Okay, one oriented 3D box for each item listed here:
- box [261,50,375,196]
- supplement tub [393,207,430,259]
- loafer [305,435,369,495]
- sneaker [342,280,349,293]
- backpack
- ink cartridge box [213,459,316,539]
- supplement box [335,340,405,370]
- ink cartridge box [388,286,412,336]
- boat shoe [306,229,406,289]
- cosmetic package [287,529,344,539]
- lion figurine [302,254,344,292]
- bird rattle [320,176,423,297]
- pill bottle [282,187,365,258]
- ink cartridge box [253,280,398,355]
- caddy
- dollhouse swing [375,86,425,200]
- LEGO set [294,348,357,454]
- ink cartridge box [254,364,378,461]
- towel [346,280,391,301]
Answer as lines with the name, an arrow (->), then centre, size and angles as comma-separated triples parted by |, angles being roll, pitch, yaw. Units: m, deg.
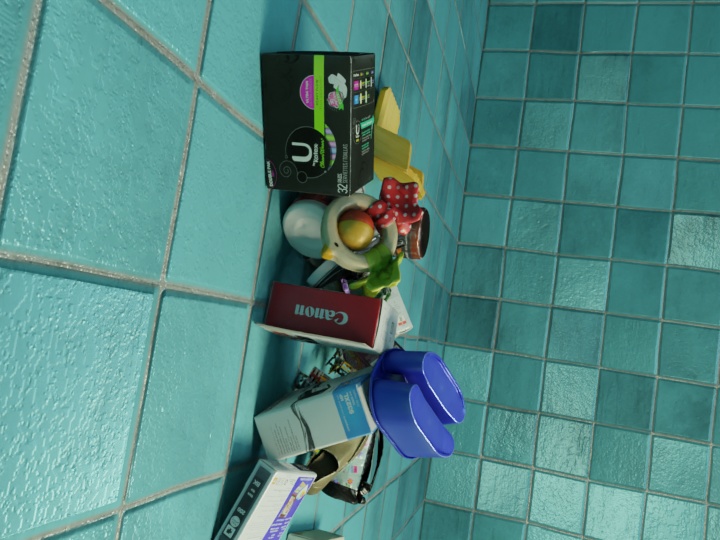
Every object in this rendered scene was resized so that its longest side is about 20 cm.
box -> -0.061, -0.233, 0.975 | 0.124, 0.145, 0.204 | -46, 139, -62
supplement tub -> 0.039, -0.084, 1.290 | 0.107, 0.196, 0.110 | 6, 90, -72
loafer -> -0.048, 0.368, 1.265 | 0.201, 0.076, 0.068 | -50, 171, -17
sneaker -> -0.011, 0.018, 1.364 | 0.080, 0.082, 0.205 | -8, 105, -73
backpack -> -0.025, 0.390, 1.365 | 0.167, 0.124, 0.204 | 142, -36, -73
ink cartridge box -> -0.164, 0.410, 1.021 | 0.202, 0.043, 0.198 | -61, 158, -10
supplement box -> 0.032, 0.187, 1.313 | 0.085, 0.200, 0.112 | -32, 141, -20
ink cartridge box -> 0.041, 0.055, 1.397 | 0.203, 0.049, 0.162 | 66, -17, 8
boat shoe -> 0.000, -0.016, 1.076 | 0.199, 0.067, 0.070 | -35, 175, -28
cosmetic package -> -0.099, 0.607, 1.312 | 0.200, 0.070, 0.107 | 58, 42, -65
lion figurine -> -0.062, 0.018, 1.213 | 0.123, 0.071, 0.205 | -74, 161, -71
bird rattle -> 0.017, -0.064, 0.996 | 0.112, 0.160, 0.204 | 155, -51, -68
pill bottle -> -0.054, -0.122, 1.111 | 0.201, 0.108, 0.112 | -64, 155, -48
ink cartridge box -> -0.052, 0.079, 1.038 | 0.176, 0.196, 0.086 | 43, 57, -70
caddy -> 0.087, 0.220, 1.033 | 0.201, 0.103, 0.143 | 57, 44, -29
dollhouse swing -> 0.105, -0.309, 1.512 | 0.178, 0.180, 0.200 | -60, 160, -5
LEGO set -> -0.080, 0.247, 1.238 | 0.155, 0.115, 0.200 | -59, 175, 34
ink cartridge box -> -0.059, 0.240, 1.066 | 0.085, 0.197, 0.145 | 69, 19, 0
towel -> 0.000, 0.000, 1.185 | 0.153, 0.023, 0.203 | 118, -38, -50
